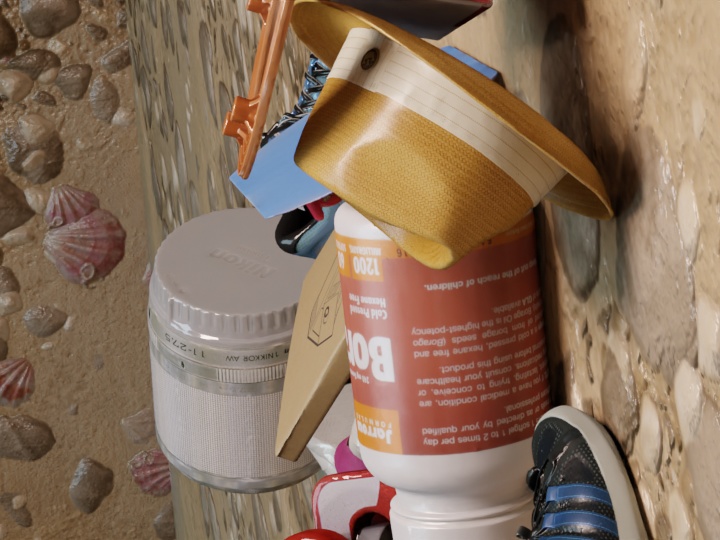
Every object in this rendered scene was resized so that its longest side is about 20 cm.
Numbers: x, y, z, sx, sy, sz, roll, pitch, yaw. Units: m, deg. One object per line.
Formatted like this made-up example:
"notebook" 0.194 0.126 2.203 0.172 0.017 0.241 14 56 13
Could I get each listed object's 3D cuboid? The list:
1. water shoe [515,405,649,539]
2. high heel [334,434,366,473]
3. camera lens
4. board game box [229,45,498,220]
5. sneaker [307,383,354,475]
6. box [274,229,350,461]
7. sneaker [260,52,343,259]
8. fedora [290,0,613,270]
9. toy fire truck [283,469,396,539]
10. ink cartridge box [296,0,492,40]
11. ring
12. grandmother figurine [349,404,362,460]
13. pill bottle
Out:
"water shoe" 0.104 0.146 1.371 0.200 0.079 0.072 -109 14 -47
"high heel" 0.021 0.097 1.844 0.200 0.067 0.096 -6 102 66
"camera lens" -0.092 0.070 2.214 0.160 0.160 0.200 -110 15 -51
"board game box" 0.009 -0.069 1.591 0.039 0.158 0.200 60 176 -17
"sneaker" 0.007 0.154 1.997 0.200 0.075 0.089 -121 13 -64
"box" 0.000 0.000 1.677 0.164 0.021 0.200 -80 16 -46
"sneaker" -0.020 -0.096 1.794 0.078 0.090 0.200 30 122 58
"fedora" 0.029 -0.055 1.336 0.082 0.201 0.201 -57 8 -5
"toy fire truck" 0.043 0.215 1.610 0.112 0.168 0.200 -6 -91 -64
"ink cartridge box" 0.026 -0.227 1.373 0.147 0.083 0.200 170 107 -81
"ring" -0.044 -0.145 1.355 0.200 0.019 0.201 -167 90 -85
"grandmother figurine" 0.025 0.051 1.653 0.200 0.060 0.121 -77 -21 -56
"pill bottle" 0.050 0.055 1.511 0.112 0.112 0.200 -139 42 -76
